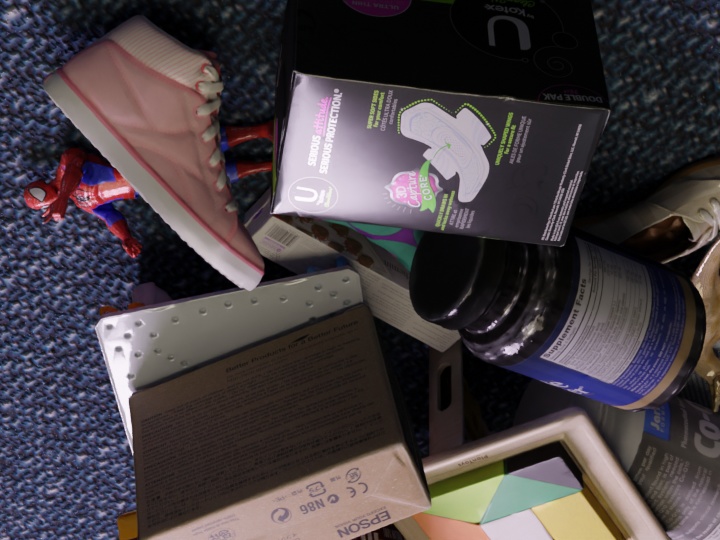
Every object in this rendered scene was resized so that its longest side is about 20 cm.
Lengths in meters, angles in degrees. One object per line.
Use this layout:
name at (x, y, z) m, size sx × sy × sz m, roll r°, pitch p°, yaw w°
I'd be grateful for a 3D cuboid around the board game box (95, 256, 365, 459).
board game box at (-0.088, 0.090, 1.280) m, size 0.199 × 0.026 × 0.201 m, roll -12°, pitch 126°, yaw -2°

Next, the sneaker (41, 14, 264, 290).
sneaker at (-0.113, -0.087, 1.115) m, size 0.105 × 0.075 × 0.200 m, roll -42°, pitch 91°, yaw -4°

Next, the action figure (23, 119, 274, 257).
action figure at (-0.151, -0.052, 1.184) m, size 0.199 × 0.099 × 0.065 m, roll -7°, pitch 134°, yaw 9°

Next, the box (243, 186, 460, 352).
box at (0.000, 0.000, 1.276) m, size 0.200 × 0.039 × 0.041 m, roll 28°, pitch 128°, yaw -26°

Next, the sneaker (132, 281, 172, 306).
sneaker at (-0.105, 0.075, 1.330) m, size 0.115 × 0.075 × 0.200 m, roll -20°, pitch 126°, yaw 5°

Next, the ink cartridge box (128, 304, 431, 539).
ink cartridge box at (-0.062, 0.131, 1.195) m, size 0.199 × 0.165 × 0.075 m, roll -21°, pitch 125°, yaw 6°

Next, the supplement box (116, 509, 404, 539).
supplement box at (-0.064, 0.273, 1.293) m, size 0.197 × 0.201 × 0.133 m, roll -16°, pitch 163°, yaw 15°

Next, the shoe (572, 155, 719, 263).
shoe at (0.231, -0.028, 1.242) m, size 0.199 × 0.054 × 0.070 m, roll -22°, pitch 132°, yaw 19°

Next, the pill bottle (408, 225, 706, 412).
pill bottle at (0.138, 0.023, 1.165) m, size 0.199 × 0.112 × 0.112 m, roll 20°, pitch 132°, yaw -29°

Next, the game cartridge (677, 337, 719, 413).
game cartridge at (0.305, 0.098, 1.383) m, size 0.133 × 0.041 × 0.200 m, roll -10°, pitch 134°, yaw 14°

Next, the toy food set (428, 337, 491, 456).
toy food set at (0.109, 0.151, 1.354) m, size 0.060 × 0.144 × 0.200 m, roll -15°, pitch 133°, yaw 16°

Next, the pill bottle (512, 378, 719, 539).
pill bottle at (0.229, 0.150, 1.331) m, size 0.199 × 0.114 × 0.114 m, roll 23°, pitch 130°, yaw -19°

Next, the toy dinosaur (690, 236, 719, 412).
toy dinosaur at (0.255, 0.030, 1.276) m, size 0.101 × 0.058 × 0.200 m, roll -13°, pitch 132°, yaw -6°

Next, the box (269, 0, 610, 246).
box at (0.046, -0.117, 1.082) m, size 0.199 × 0.149 × 0.125 m, roll 6°, pitch 134°, yaw -8°

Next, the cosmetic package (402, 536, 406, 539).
cosmetic package at (0.000, 0.247, 1.396) m, size 0.107 × 0.200 × 0.090 m, roll 30°, pitch 174°, yaw 24°

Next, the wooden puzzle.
wooden puzzle at (0.123, 0.194, 1.269) m, size 0.185 × 0.037 × 0.200 m, roll -22°, pitch 131°, yaw 21°

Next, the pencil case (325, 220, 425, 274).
pencil case at (0.047, -0.029, 1.216) m, size 0.092 × 0.085 × 0.200 m, roll -43°, pitch 123°, yaw 15°
